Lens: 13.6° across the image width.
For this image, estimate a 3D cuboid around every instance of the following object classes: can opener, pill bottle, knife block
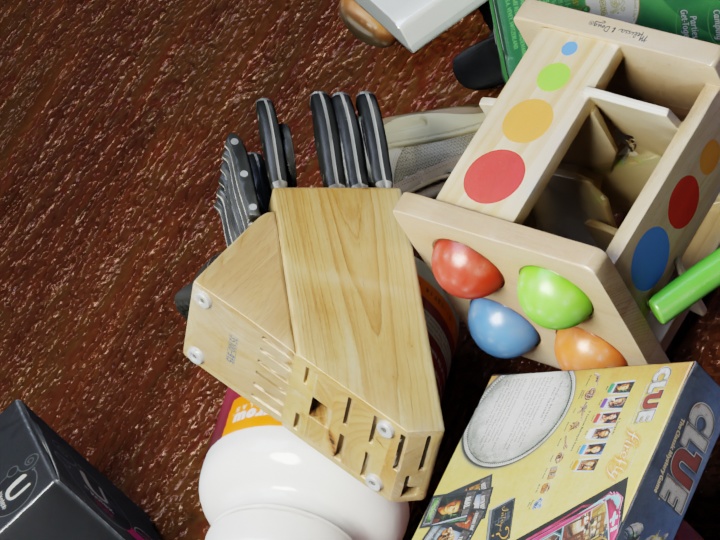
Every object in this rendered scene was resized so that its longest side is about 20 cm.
[{"bbox_3d":[0.097,-0.136,1.729,0.063,0.079,0.200,-26,-1,-9],"label":"can opener"},{"bbox_3d":[-0.020,0.088,1.588,0.113,0.113,0.200,-20,39,36],"label":"pill bottle"},{"bbox_3d":[0.000,0.000,1.547,0.200,0.064,0.176,35,55,17],"label":"knife block"}]

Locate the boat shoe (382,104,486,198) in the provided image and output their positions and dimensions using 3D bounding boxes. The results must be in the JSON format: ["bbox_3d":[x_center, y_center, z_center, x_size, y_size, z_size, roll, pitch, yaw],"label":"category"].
[{"bbox_3d":[0.099,-0.064,1.686,0.200,0.071,0.065,-8,81,35],"label":"boat shoe"}]

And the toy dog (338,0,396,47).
[{"bbox_3d":[0.050,-0.216,1.841,0.140,0.194,0.200,-57,10,-23],"label":"toy dog"}]

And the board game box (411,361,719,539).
[{"bbox_3d":[0.078,0.134,1.393,0.135,0.035,0.200,-6,48,47],"label":"board game box"}]

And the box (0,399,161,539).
[{"bbox_3d":[-0.214,0.194,1.682,0.200,0.122,0.106,-44,30,3],"label":"box"}]

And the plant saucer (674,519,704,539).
[{"bbox_3d":[0.078,0.183,1.419,0.200,0.051,0.201,-30,34,23],"label":"plant saucer"}]

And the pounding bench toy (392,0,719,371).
[{"bbox_3d":[0.144,-0.020,1.505,0.200,0.124,0.156,17,66,36],"label":"pounding bench toy"}]

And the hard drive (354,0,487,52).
[{"bbox_3d":[0.078,-0.208,1.664,0.200,0.027,0.132,-35,36,-6],"label":"hard drive"}]

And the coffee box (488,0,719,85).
[{"bbox_3d":[0.165,-0.165,1.592,0.199,0.123,0.044,-15,36,-1],"label":"coffee box"}]

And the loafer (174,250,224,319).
[{"bbox_3d":[-0.034,0.004,1.743,0.200,0.073,0.071,2,56,51],"label":"loafer"}]
